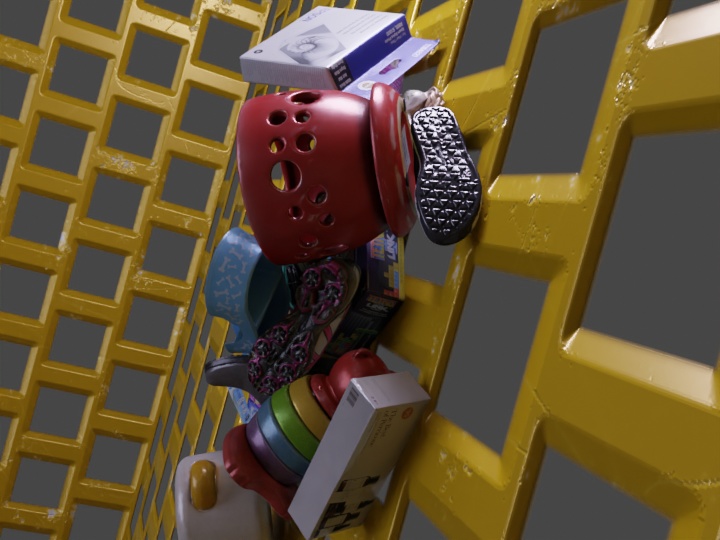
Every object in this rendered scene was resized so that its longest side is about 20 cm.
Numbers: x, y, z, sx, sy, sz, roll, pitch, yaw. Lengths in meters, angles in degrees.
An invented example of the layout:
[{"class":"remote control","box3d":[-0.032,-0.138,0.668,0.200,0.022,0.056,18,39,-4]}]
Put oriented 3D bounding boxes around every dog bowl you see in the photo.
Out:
[{"class":"dog bowl","box3d":[-0.133,0.033,1.058,0.200,0.049,0.112,81,-154,-58]}]

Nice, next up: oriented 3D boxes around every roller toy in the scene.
[{"class":"roller toy","box3d":[-0.202,0.357,1.250,0.200,0.139,0.184,146,117,-83]}]

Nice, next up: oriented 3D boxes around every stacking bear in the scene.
[{"class":"stacking bear","box3d":[-0.048,0.170,0.990,0.200,0.121,0.114,-39,31,10]}]

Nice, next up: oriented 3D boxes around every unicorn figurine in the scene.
[{"class":"unicorn figurine","box3d":[0.029,-0.201,1.135,0.199,0.074,0.138,2,75,26]}]

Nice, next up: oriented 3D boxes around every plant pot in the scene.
[{"class":"plant pot","box3d":[-0.029,-0.114,1.000,0.200,0.181,0.202,-6,-90,-80]}]

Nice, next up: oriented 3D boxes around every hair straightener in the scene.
[{"class":"hair straightener","box3d":[-0.093,-0.006,1.141,0.077,0.041,0.201,-17,-82,-65]}]

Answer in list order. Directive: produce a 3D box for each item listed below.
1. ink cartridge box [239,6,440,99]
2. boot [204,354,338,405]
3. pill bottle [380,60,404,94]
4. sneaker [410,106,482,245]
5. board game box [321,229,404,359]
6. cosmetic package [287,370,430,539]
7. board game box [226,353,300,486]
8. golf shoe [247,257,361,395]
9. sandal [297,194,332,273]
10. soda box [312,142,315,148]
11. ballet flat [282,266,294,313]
[{"class":"ink cartridge box","box3d":[-0.025,-0.295,1.140,0.200,0.199,0.041,-47,-38,-42]},{"class":"boot","box3d":[-0.113,0.178,1.091,0.070,0.199,0.133,42,-131,-66]},{"class":"pill bottle","box3d":[0.001,-0.237,1.249,0.112,0.112,0.201,144,138,-64]},{"class":"sneaker","box3d":[0.095,-0.096,0.955,0.083,0.071,0.201,81,-173,-51]},{"class":"board game box","box3d":[0.000,0.000,1.149,0.166,0.056,0.201,123,156,-46]},{"class":"cosmetic package","box3d":[-0.003,0.203,0.930,0.051,0.082,0.201,46,125,35]},{"class":"board game box","box3d":[-0.112,0.200,1.194,0.201,0.047,0.151,61,141,25]},{"class":"golf shoe","box3d":[-0.061,0.072,1.044,0.200,0.073,0.092,-53,-17,17]},{"class":"sandal","box3d":[-0.047,-0.063,1.143,0.057,0.080,0.202,-14,46,27]},{"class":"soda box","box3d":[-0.024,-0.238,1.402,0.064,0.067,0.201,-109,38,-60]},{"class":"ballet flat","box3d":[-0.079,0.072,1.210,0.067,0.068,0.201,-51,53,45]}]
